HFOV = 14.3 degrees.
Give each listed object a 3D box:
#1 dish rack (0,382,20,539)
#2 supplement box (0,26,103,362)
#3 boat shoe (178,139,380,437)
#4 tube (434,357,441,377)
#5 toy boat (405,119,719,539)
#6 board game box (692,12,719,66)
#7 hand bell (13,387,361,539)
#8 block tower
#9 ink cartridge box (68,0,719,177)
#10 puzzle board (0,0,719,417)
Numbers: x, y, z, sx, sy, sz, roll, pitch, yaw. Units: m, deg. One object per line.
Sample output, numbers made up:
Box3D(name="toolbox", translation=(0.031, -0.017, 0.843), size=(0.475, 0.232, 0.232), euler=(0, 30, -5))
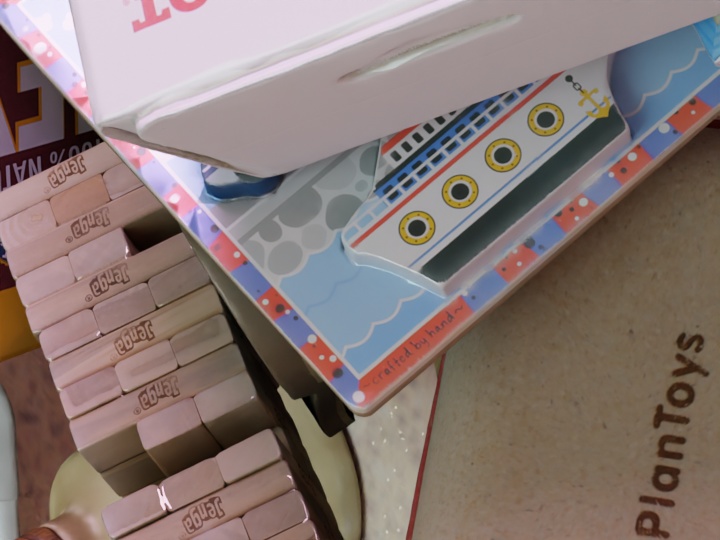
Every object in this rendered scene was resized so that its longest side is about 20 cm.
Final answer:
Box3D(name="dish rack", translation=(-0.194, 0.116, 0.971), size=(0.171, 0.044, 0.201), euler=(-1, 101, 4))
Box3D(name="supplement box", translation=(-0.156, -0.087, 0.925), size=(0.197, 0.133, 0.201), euler=(6, 109, 44))
Box3D(name="boat shoe", translation=(0.000, 0.000, 0.805), size=(0.072, 0.068, 0.200), euler=(58, 180, 1))
Box3D(name="tube", translation=(0.057, 0.094, 0.840), size=(0.058, 0.052, 0.201), euler=(-8, 97, 12))
Box3D(name="toy boat", translation=(0.085, 0.066, 0.753), size=(0.130, 0.131, 0.201), euler=(9, 76, 15))
Box3D(name="board game box", translation=(0.092, -0.167, 0.673), size=(0.134, 0.034, 0.201), euler=(-44, 60, 38))
Box3D(name="hand bell", translation=(-0.105, 0.092, 0.891), size=(0.104, 0.200, 0.105), euler=(18, 117, 41))
Box3D(name="block tower", translation=(-0.043, 0.056, 0.788), size=(0.201, 0.058, 0.054), euler=(67, -175, 33))
Box3D(name="ink cartridge box", translation=(-0.001, -0.138, 0.656), size=(0.144, 0.085, 0.201), euler=(-19, 74, 23))
Box3D(name="puzzle board", translation=(0.027, -0.081, 0.719), size=(0.151, 0.200, 0.017), euler=(46, 171, 23))
